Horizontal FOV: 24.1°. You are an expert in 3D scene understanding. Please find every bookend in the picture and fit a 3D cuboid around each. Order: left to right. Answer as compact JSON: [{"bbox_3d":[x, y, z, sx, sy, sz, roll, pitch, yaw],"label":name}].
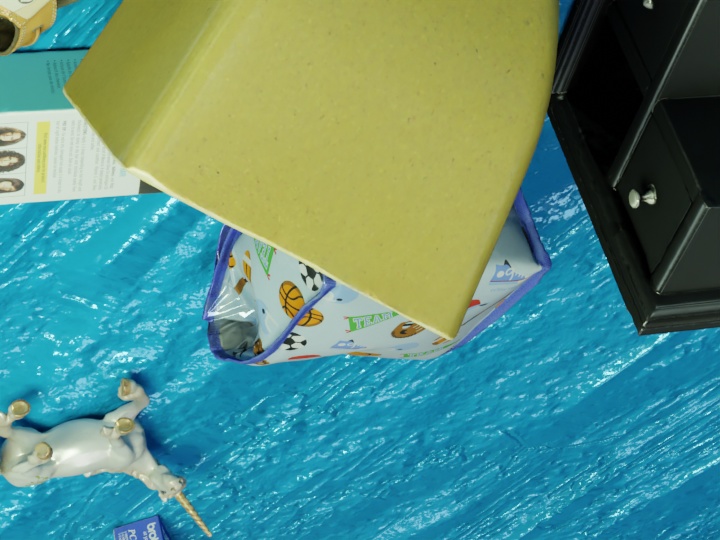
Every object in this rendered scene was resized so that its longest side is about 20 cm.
[{"bbox_3d":[0.202,-0.102,1.002,0.091,0.201,0.199,-5,145,-18],"label":"bookend"}]

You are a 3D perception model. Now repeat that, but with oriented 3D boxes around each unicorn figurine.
[{"bbox_3d":[-0.203,0.138,1.287,0.198,0.074,0.138,6,152,-8],"label":"unicorn figurine"}]

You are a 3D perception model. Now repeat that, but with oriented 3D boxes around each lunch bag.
[{"bbox_3d":[0.000,0.000,1.120,0.169,0.125,0.200,-2,153,-25],"label":"lunch bag"}]

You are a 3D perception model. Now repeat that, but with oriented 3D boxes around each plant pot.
[{"bbox_3d":[-0.011,-0.117,0.868,0.195,0.194,0.201,27,96,-24],"label":"plant pot"}]

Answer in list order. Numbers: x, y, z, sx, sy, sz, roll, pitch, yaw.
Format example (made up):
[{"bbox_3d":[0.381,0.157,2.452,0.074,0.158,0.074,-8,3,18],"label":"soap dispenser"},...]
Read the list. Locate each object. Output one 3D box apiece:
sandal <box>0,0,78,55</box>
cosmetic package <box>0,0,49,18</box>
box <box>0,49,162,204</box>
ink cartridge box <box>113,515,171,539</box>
[{"bbox_3d":[-0.202,-0.142,0.893,0.199,0.054,0.080,-22,146,7],"label":"sandal"},{"bbox_3d":[-0.120,-0.221,0.776,0.199,0.104,0.073,-33,144,24],"label":"cosmetic package"},{"bbox_3d":[-0.203,-0.082,0.982,0.198,0.049,0.083,-5,145,-18],"label":"box"},{"bbox_3d":[-0.169,0.307,1.509,0.044,0.095,0.201,-16,146,-2],"label":"ink cartridge box"}]
